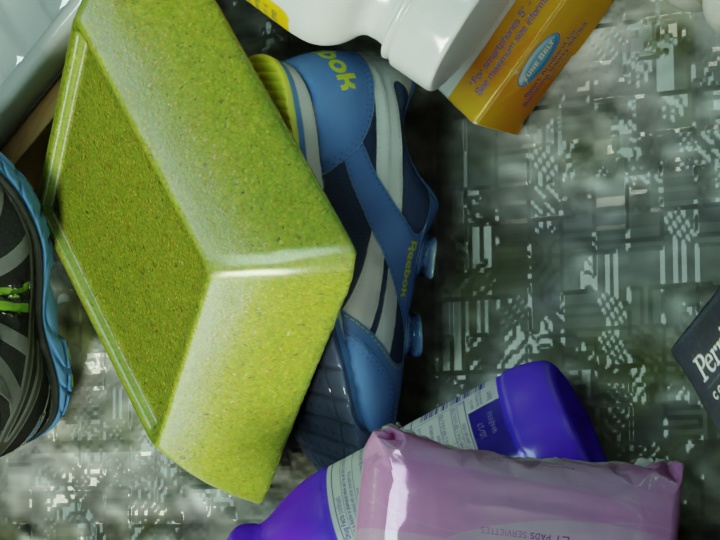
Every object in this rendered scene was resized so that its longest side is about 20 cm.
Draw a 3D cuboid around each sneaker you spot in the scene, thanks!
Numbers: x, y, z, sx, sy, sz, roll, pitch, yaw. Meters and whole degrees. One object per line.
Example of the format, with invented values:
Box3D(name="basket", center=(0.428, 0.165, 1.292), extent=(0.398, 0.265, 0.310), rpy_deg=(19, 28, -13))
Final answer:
Box3D(name="sneaker", center=(0.000, 0.000, 1.005), extent=(0.074, 0.082, 0.202), rpy_deg=(18, 119, 54))
Box3D(name="sneaker", center=(-0.187, 0.012, 1.075), extent=(0.070, 0.083, 0.201), rpy_deg=(18, 134, 32))

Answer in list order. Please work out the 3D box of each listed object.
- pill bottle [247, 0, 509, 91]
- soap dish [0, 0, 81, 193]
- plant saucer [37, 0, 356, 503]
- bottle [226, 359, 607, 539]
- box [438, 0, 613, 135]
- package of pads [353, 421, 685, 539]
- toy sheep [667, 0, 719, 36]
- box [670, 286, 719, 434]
Box3D(name="pill bottle", center=(-0.027, -0.165, 0.944), extent=(0.199, 0.112, 0.113), rpy_deg=(37, 107, 5))
Box3D(name="soap dish", center=(-0.182, -0.121, 1.137), extent=(0.200, 0.081, 0.158), rpy_deg=(-47, 63, 21))
Box3D(name="plant saucer", center=(-0.086, -0.021, 1.015), extent=(0.201, 0.048, 0.200), rpy_deg=(61, 151, 26))
Box3D(name="bottle", center=(0.006, 0.112, 0.957), extent=(0.199, 0.084, 0.066), rpy_deg=(-29, 112, 9))
Box3D(name="box", center=(0.030, -0.168, 1.023), extent=(0.200, 0.041, 0.119), rpy_deg=(45, 110, 26))
Box3D(name="package of pads", center=(0.049, 0.162, 0.857), extent=(0.119, 0.076, 0.202), rpy_deg=(7, 83, -2))
Box3D(name="toy sheep", center=(0.162, -0.142, 0.880), extent=(0.200, 0.138, 0.138), rpy_deg=(44, 110, 13))
Box3D(name="box", center=(0.231, 0.044, 0.773), extent=(0.201, 0.117, 0.197), rpy_deg=(62, 148, 23))
